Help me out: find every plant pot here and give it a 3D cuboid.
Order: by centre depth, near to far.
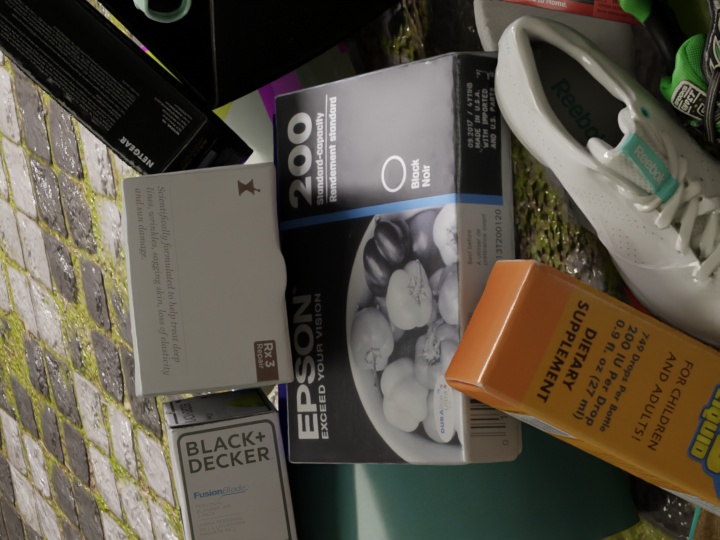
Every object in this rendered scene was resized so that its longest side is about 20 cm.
[{"bbox_3d":[-0.054,-0.241,1.042,0.200,0.177,0.200,44,144,43],"label":"plant pot"},{"bbox_3d":[0.043,0.090,1.062,0.201,0.200,0.161,-24,80,64],"label":"plant pot"}]

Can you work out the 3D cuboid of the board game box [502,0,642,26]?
[{"bbox_3d":[0.059,-0.186,0.893,0.200,0.019,0.103,14,111,22],"label":"board game box"}]

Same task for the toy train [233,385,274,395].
[{"bbox_3d":[-0.072,-0.007,1.288,0.200,0.116,0.085,61,167,19],"label":"toy train"}]

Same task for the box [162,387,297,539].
[{"bbox_3d":[-0.065,0.172,1.022,0.117,0.060,0.200,-168,69,-82],"label":"box"}]

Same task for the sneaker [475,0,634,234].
[{"bbox_3d":[0.116,-0.068,0.937,0.200,0.075,0.089,60,164,20],"label":"sneaker"}]

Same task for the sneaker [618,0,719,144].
[{"bbox_3d":[0.178,-0.067,0.807,0.200,0.085,0.078,60,152,20],"label":"sneaker"}]

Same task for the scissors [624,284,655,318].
[{"bbox_3d":[0.145,0.004,1.000,0.200,0.014,0.073,55,152,27],"label":"scissors"}]

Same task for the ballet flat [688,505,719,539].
[{"bbox_3d":[0.198,0.157,0.959,0.072,0.068,0.200,35,137,22],"label":"ballet flat"}]

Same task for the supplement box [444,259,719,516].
[{"bbox_3d":[0.144,0.065,0.839,0.067,0.200,0.069,-65,12,-6],"label":"supplement box"}]

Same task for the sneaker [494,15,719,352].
[{"bbox_3d":[0.131,-0.036,0.819,0.200,0.075,0.088,44,180,11],"label":"sneaker"}]

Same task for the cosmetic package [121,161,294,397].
[{"bbox_3d":[-0.086,0.011,0.984,0.200,0.081,0.113,135,129,-82],"label":"cosmetic package"}]

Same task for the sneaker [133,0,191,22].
[{"bbox_3d":[-0.135,-0.176,0.951,0.200,0.074,0.118,-19,83,62],"label":"sneaker"}]

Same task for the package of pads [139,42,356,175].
[{"bbox_3d":[-0.063,-0.065,1.165,0.154,0.068,0.200,-18,101,31],"label":"package of pads"}]

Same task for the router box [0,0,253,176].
[{"bbox_3d":[-0.158,-0.122,1.039,0.200,0.051,0.149,42,-178,7],"label":"router box"}]

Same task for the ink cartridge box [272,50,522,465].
[{"bbox_3d":[0.000,0.000,0.943,0.200,0.043,0.198,-8,82,52],"label":"ink cartridge box"}]
